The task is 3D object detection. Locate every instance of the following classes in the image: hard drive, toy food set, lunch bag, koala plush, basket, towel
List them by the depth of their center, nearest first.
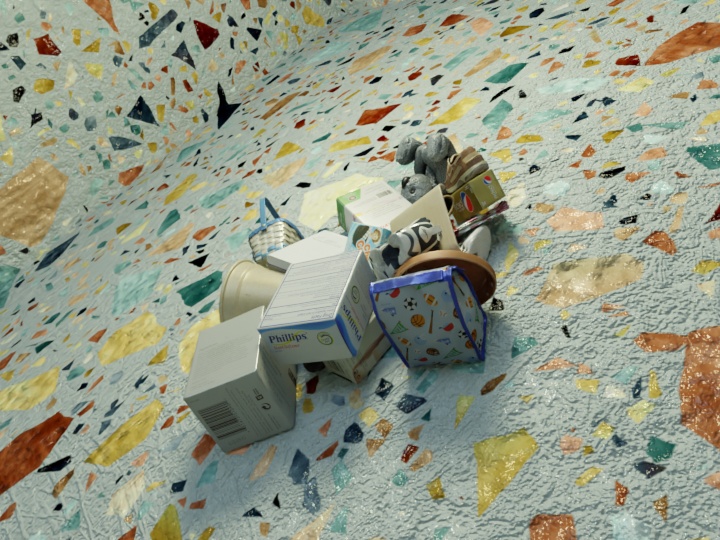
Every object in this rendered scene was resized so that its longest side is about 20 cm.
[{"bbox_3d":[0.126,0.073,1.177,0.166,0.201,0.126,-12,47,26],"label":"lunch bag"},{"bbox_3d":[0.143,-0.067,1.359,0.142,0.060,0.204,-34,48,28],"label":"toy food set"},{"bbox_3d":[0.236,-0.100,1.455,0.196,0.023,0.144,-28,-1,5],"label":"towel"},{"bbox_3d":[-0.103,-0.041,1.504,0.129,0.026,0.198,18,30,34],"label":"hard drive"},{"bbox_3d":[0.166,-0.211,1.637,0.176,0.182,0.204,7,65,56],"label":"koala plush"},{"bbox_3d":[-0.214,-0.072,1.692,0.136,0.177,0.204,-21,43,17],"label":"basket"}]

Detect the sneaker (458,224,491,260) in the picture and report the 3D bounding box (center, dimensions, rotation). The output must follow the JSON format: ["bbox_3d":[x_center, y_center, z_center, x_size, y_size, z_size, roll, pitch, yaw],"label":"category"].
[{"bbox_3d":[0.199,-0.029,1.396,0.112,0.076,0.201,8,49,41],"label":"sneaker"}]

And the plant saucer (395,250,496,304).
[{"bbox_3d":[0.162,0.020,1.240,0.195,0.201,0.033,-12,54,23],"label":"plant saucer"}]

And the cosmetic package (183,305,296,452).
[{"bbox_3d":[-0.234,0.216,1.307,0.161,0.167,0.202,-21,33,11],"label":"cosmetic package"}]

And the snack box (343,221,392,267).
[{"bbox_3d":[0.000,0.000,1.445,0.115,0.036,0.206,14,88,49],"label":"snack box"}]

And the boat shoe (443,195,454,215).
[{"bbox_3d":[0.140,-0.102,1.458,0.200,0.074,0.066,-48,0,-23],"label":"boat shoe"}]

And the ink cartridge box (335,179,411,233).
[{"bbox_3d":[0.049,-0.122,1.575,0.142,0.086,0.200,-23,42,-21],"label":"ink cartridge box"}]

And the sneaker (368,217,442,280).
[{"bbox_3d":[0.100,-0.045,1.300,0.127,0.081,0.200,-22,-15,-23],"label":"sneaker"}]

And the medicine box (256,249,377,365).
[{"bbox_3d":[-0.078,0.073,1.279,0.178,0.104,0.203,-10,37,28],"label":"medicine box"}]

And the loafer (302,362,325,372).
[{"bbox_3d":[-0.076,0.128,1.397,0.071,0.071,0.205,-8,56,28],"label":"loafer"}]

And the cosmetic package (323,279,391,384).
[{"bbox_3d":[0.009,0.121,1.324,0.200,0.088,0.102,-46,34,-24],"label":"cosmetic package"}]

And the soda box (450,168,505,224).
[{"bbox_3d":[0.256,-0.164,1.465,0.063,0.069,0.200,-30,0,-8],"label":"soda box"}]

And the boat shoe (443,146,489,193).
[{"bbox_3d":[0.233,-0.234,1.478,0.075,0.073,0.200,-30,-1,-14],"label":"boat shoe"}]

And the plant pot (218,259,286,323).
[{"bbox_3d":[-0.192,0.081,1.467,0.178,0.204,0.203,3,41,22],"label":"plant pot"}]
